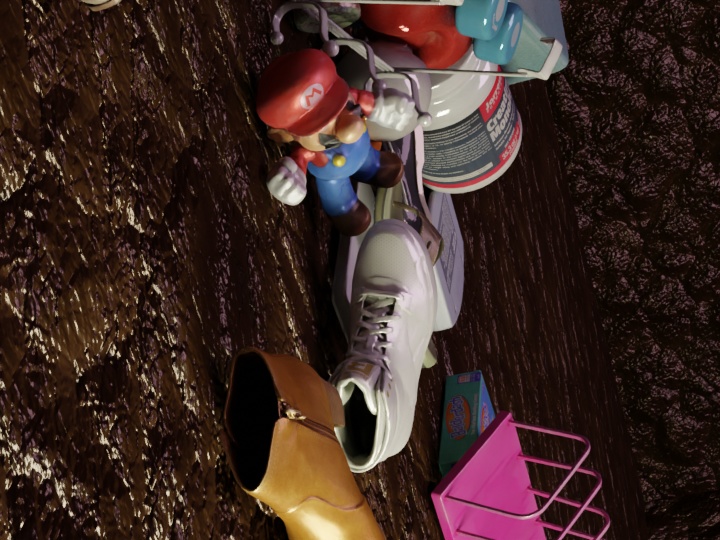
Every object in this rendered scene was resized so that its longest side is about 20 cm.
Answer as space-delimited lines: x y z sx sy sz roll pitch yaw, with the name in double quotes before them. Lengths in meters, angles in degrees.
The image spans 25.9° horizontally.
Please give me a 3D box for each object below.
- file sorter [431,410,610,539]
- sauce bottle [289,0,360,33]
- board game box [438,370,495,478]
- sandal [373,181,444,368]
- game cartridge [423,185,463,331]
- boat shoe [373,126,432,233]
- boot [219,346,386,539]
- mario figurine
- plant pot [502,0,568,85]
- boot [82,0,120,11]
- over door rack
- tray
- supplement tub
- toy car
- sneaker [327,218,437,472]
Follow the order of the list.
"file sorter" 0.182 0.275 1.616 0.139 0.125 0.201 -43 128 -37
"sauce bottle" -0.044 -0.316 1.394 0.065 0.064 0.201 18 61 -75
"board game box" 0.135 0.237 1.740 0.152 0.045 0.201 -79 155 -56
"sandal" 0.054 -0.009 1.475 0.080 0.057 0.202 -59 136 -71
"game cartridge" 0.083 -0.023 1.755 0.200 0.041 0.134 -76 156 -61
"boat shoe" 0.027 -0.067 1.550 0.062 0.073 0.202 3 79 -32
"boot" -0.042 0.155 1.041 0.144 0.070 0.203 24 53 -67
"mario figurine" -0.013 -0.098 1.252 0.200 0.105 0.124 54 31 -59
"plant pot" 0.101 -0.325 1.758 0.200 0.195 0.197 32 48 -61
"boot" -0.170 -0.259 0.838 0.146 0.070 0.201 46 34 -56
"over door rack" 0.041 -0.180 1.291 0.147 0.199 0.067 30 63 -47
"tray" 0.000 0.000 1.414 0.201 0.022 0.108 -83 157 -52
"supplement tub" 0.088 -0.187 1.675 0.200 0.139 0.141 58 25 -57
"toy car" 0.032 -0.189 1.479 0.177 0.183 0.201 26 81 -74
"sneaker" 0.015 0.062 1.261 0.116 0.073 0.202 -21 114 -76
